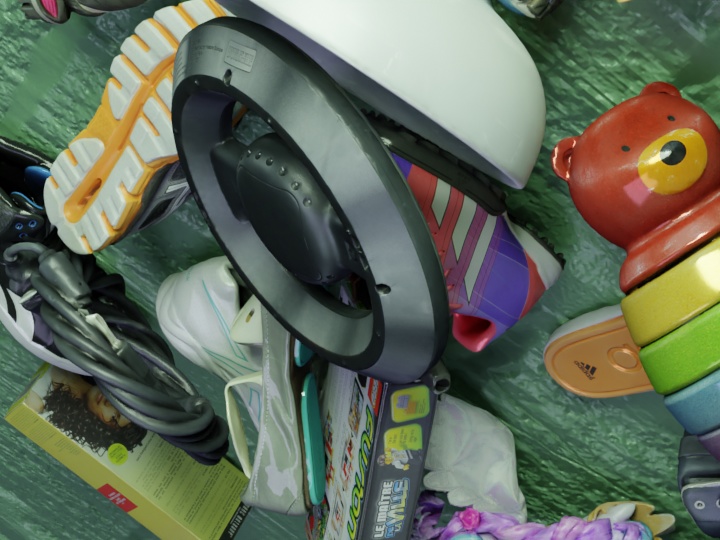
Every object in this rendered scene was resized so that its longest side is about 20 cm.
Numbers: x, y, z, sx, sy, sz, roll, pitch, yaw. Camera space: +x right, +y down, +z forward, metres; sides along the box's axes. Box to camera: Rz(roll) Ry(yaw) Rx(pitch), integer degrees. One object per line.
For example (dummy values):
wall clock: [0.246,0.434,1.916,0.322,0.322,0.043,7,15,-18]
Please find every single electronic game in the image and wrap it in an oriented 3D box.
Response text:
electronic game: [-0.028,-0.031,0.713,0.200,0.042,0.200,43,154,26]

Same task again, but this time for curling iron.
curling iron: [0.000,0.000,0.795,0.050,0.025,0.200,52,-175,-46]

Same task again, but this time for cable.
cable: [-0.136,0.053,0.907,0.163,0.051,0.200,43,175,20]

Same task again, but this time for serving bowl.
serving bowl: [0.007,-0.118,0.676,0.199,0.066,0.200,32,-177,-2]

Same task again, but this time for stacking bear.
stacking bear: [0.171,0.007,0.692,0.201,0.121,0.114,58,178,6]

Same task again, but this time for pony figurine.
pony figurine: [0.085,0.184,0.978,0.192,0.167,0.200,13,151,-33]

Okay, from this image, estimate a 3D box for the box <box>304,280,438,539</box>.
box: [0.003,0.120,0.918,0.035,0.110,0.201,-1,121,-17]

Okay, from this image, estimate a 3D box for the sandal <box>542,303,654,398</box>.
sandal: [0.175,0.050,0.809,0.079,0.059,0.206,42,142,-15]

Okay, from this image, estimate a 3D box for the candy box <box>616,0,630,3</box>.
candy box: [0.112,-0.207,0.558,0.116,0.057,0.200,-8,128,41]

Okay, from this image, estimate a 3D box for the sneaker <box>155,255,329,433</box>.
sneaker: [-0.046,0.068,0.978,0.200,0.071,0.080,43,139,-15]

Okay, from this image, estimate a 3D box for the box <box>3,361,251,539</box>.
box: [-0.177,0.145,1.156,0.200,0.075,0.050,40,143,-13]

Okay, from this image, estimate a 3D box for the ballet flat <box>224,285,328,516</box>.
ballet flat: [-0.053,0.057,0.907,0.063,0.067,0.201,5,106,11]

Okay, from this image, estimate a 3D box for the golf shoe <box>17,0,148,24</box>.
golf shoe: [-0.148,-0.217,0.731,0.088,0.077,0.201,-3,138,10]

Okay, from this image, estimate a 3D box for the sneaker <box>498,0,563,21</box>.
sneaker: [0.030,-0.194,0.636,0.200,0.078,0.090,49,162,-25]

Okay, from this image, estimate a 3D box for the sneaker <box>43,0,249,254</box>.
sneaker: [-0.104,-0.087,0.841,0.200,0.077,0.079,-40,75,35]

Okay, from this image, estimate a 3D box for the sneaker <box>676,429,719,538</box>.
sneaker: [0.244,0.091,0.794,0.145,0.077,0.203,10,140,22]

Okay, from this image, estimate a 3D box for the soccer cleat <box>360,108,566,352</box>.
soccer cleat: [0.041,-0.015,0.751,0.068,0.073,0.200,36,180,34]

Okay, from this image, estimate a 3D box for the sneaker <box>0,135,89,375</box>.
sneaker: [-0.213,-0.009,1.000,0.200,0.073,0.112,46,143,-17]
